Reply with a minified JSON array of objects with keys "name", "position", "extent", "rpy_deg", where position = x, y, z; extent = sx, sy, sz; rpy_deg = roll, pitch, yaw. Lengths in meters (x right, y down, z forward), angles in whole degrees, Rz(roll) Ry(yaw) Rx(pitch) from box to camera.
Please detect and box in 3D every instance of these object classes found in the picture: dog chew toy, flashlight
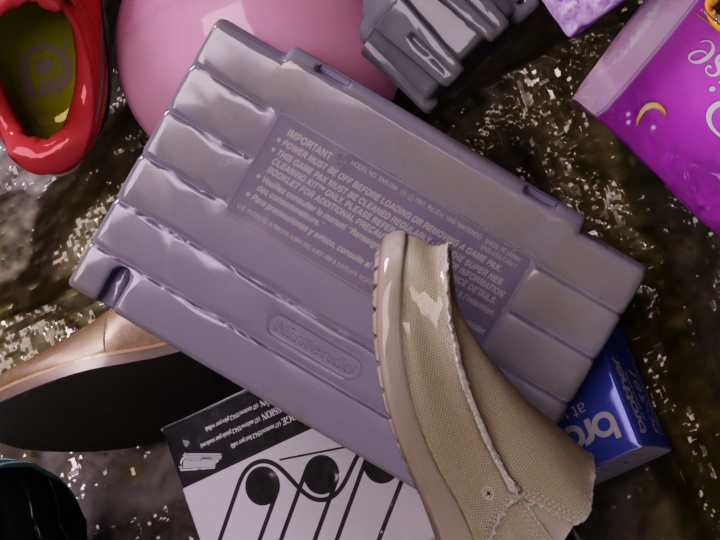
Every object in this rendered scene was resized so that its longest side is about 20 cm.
[{"name":"dog chew toy","position":[-0.048,-0.142,1.202],"extent":[0.124,0.125,0.200],"rpy_deg":[-15,68,22]},{"name":"flashlight","position":[-0.026,-0.147,1.110],"extent":[0.200,0.068,0.068],"rpy_deg":[46,138,7]}]

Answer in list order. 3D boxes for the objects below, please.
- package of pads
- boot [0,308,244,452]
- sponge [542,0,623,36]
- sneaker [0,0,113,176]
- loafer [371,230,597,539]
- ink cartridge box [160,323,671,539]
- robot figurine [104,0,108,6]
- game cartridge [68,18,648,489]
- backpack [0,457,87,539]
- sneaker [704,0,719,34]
[{"name":"package of pads","position":[0.188,-0.106,1.108],"extent":[0.121,0.076,0.200],"rpy_deg":[42,100,26]},{"name":"boot","position":[-0.079,0.022,1.224],"extent":[0.200,0.074,0.075],"rpy_deg":[-22,59,13]},{"name":"sponge","position":[0.129,-0.189,1.071],"extent":[0.200,0.030,0.112],"rpy_deg":[-34,91,17]},{"name":"sneaker","position":[-0.137,-0.133,1.136],"extent":[0.077,0.085,0.200],"rpy_deg":[-13,111,0]},{"name":"loafer","position":[0.055,0.074,1.071],"extent":[0.068,0.076,0.200],"rpy_deg":[-17,104,6]},{"name":"ink cartridge box","position":[0.021,0.071,1.175],"extent":[0.200,0.044,0.094],"rpy_deg":[-26,74,19]},{"name":"robot figurine","position":[-0.157,-0.184,1.248],"extent":[0.175,0.116,0.200],"rpy_deg":[-9,69,59]},{"name":"game cartridge","position":[0.000,0.000,1.117],"extent":[0.200,0.038,0.130],"rpy_deg":[31,94,1]},{"name":"backpack","position":[-0.196,0.173,1.190],"extent":[0.153,0.176,0.200],"rpy_deg":[10,83,21]},{"name":"sneaker","position":[0.152,-0.121,1.028],"extent":[0.200,0.078,0.077],"rpy_deg":[49,121,4]}]
